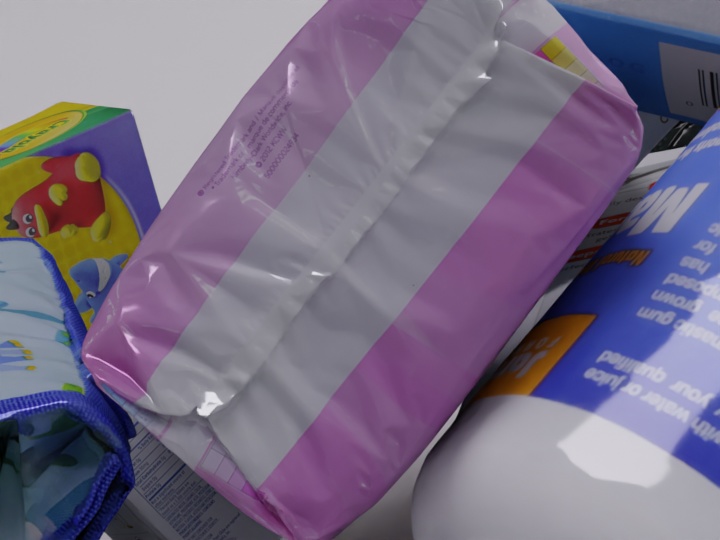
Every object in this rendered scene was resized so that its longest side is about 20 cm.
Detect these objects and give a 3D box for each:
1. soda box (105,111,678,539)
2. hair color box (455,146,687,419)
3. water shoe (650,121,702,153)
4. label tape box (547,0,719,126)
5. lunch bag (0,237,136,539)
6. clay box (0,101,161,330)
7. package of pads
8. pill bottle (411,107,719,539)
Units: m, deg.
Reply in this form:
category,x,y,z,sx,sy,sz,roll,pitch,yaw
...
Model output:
category,x,y,z,sx,sy,sz,roll,pitch,yaw
soda box,0.000,0.000,0.828,0.200,0.064,0.068,-45,8,-16
hair color box,0.101,0.021,0.824,0.111,0.064,0.200,-11,19,17
water shoe,0.100,-0.061,1.042,0.071,0.079,0.200,-24,20,-25
label tape box,0.103,-0.138,0.747,0.143,0.201,0.066,13,-14,15
lunch bag,-0.152,0.071,0.747,0.200,0.128,0.170,-35,20,-1
clay box,-0.143,0.038,0.885,0.200,0.115,0.048,-28,22,-33
package of pads,0.000,0.000,0.679,0.121,0.076,0.200,-49,-3,-4
pill bottle,0.081,0.045,0.629,0.112,0.112,0.200,8,48,51
